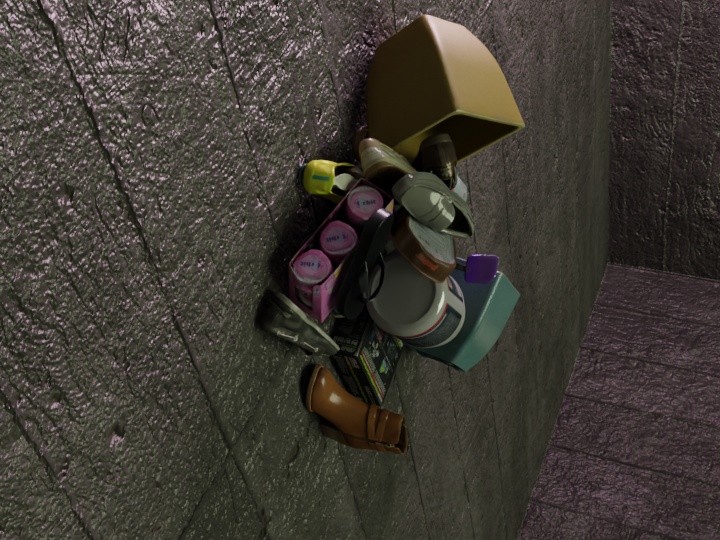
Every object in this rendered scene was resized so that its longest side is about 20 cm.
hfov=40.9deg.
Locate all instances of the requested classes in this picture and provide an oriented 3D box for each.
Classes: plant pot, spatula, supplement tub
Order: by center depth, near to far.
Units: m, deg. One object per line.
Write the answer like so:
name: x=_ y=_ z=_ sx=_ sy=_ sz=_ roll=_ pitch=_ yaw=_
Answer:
plant pot: x=0.124 y=-0.302 z=1.605 sx=0.194 sy=0.193 sz=0.203 roll=2 pitch=70 yaw=-46
supplement tub: x=0.098 y=0.054 z=1.629 sx=0.200 sy=0.138 sz=0.143 roll=36 pitch=67 yaw=-68
spatula: x=0.164 y=-0.012 z=1.845 sx=0.021 sy=0.197 sz=0.057 roll=-73 pitch=170 yaw=-70
plant pot: x=0.188 y=0.090 z=1.976 sx=0.203 sy=0.194 sz=0.196 roll=-68 pitch=156 yaw=-6

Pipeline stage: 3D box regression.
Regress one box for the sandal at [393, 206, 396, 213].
sandal: x=0.030 y=-0.104 z=1.625 sx=0.077 sy=0.042 sz=0.200 roll=60 pitch=9 yaw=-7

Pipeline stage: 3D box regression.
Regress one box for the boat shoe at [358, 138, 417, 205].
boat shoe: x=0.050 y=-0.159 z=1.548 sx=0.200 sy=0.072 sz=0.066 roll=24 pitch=40 yaw=-65

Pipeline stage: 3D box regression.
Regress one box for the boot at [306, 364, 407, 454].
boot: x=-0.004 y=0.239 z=1.611 sx=0.202 sy=0.153 sz=0.077 roll=78 pitch=33 yaw=-42

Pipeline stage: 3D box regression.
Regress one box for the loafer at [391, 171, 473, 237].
loafer: x=0.120 y=-0.099 z=1.505 sx=0.070 sy=0.070 sz=0.199 roll=-43 pitch=148 yaw=22

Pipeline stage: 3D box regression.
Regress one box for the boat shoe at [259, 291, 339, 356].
boat shoe: x=-0.095 y=0.095 z=1.469 sx=0.057 sy=0.067 sz=0.200 roll=-48 pitch=147 yaw=-5

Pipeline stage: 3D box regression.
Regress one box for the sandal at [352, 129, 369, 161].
sandal: x=0.058 y=-0.207 z=1.680 sx=0.211 sy=0.069 sz=0.079 roll=-7 pitch=105 yaw=-67

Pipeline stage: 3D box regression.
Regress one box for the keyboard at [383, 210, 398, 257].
keyboard: x=0.086 y=-0.045 z=1.752 sx=0.201 sy=0.125 sz=0.021 roll=75 pitch=3 yaw=-54

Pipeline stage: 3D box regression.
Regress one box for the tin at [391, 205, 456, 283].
tin: x=0.103 y=-0.049 z=1.530 sx=0.042 sy=0.112 sz=0.201 roll=-43 pitch=-166 yaw=18

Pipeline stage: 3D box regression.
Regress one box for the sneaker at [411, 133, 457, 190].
sneaker: x=0.125 y=-0.157 z=1.599 sx=0.200 sy=0.069 sz=0.077 roll=69 pitch=8 yaw=-76

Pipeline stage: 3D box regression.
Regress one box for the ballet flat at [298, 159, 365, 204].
ballet flat: x=-0.027 y=-0.137 z=1.514 sx=0.199 sy=0.066 sz=0.068 roll=-3 pitch=98 yaw=-67

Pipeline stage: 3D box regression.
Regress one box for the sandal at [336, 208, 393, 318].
sandal: x=0.011 y=0.002 z=1.410 sx=0.076 sy=0.043 sz=0.202 roll=-44 pitch=159 yaw=-43

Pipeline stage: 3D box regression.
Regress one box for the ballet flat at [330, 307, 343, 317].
ballet flat: x=0.000 y=0.000 z=1.643 sx=0.063 sy=0.066 sz=0.202 roll=82 pitch=27 yaw=-64

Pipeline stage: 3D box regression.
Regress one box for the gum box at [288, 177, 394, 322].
gum box: x=-0.032 y=-0.027 z=1.462 sx=0.201 sy=0.066 sz=0.114 roll=-51 pitch=163 yaw=-25

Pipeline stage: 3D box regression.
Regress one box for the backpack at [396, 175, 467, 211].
backpack: x=0.127 y=-0.130 z=1.799 sx=0.200 sy=0.125 sz=0.170 roll=39 pitch=63 yaw=-68

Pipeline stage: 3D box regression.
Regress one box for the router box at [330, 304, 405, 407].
router box: x=0.015 y=0.132 z=1.730 sx=0.201 sy=0.061 sz=0.151 roll=67 pitch=38 yaw=-52
